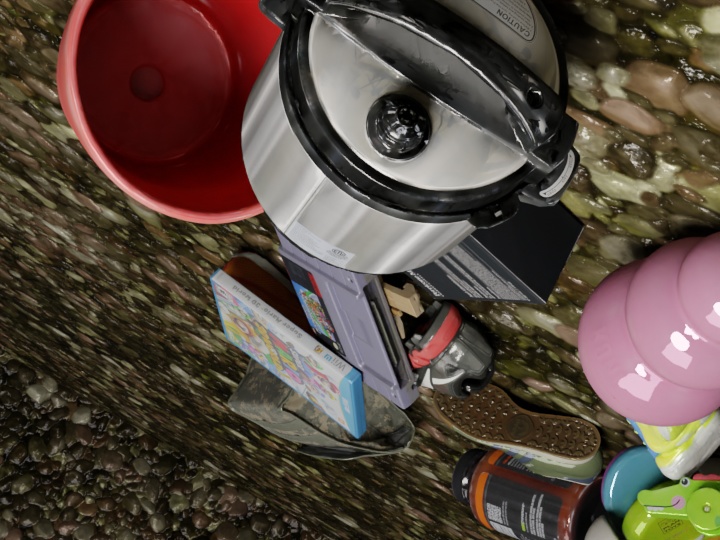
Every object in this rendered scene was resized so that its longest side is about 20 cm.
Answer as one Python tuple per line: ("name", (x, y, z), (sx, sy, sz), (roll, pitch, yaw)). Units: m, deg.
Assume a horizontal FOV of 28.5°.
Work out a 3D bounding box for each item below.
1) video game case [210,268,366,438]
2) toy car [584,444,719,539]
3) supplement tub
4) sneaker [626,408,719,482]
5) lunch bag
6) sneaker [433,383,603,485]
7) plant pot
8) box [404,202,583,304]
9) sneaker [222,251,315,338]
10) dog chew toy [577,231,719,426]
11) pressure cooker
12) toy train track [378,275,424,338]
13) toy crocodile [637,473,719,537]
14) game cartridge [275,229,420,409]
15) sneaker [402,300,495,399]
("video game case", (-0.077, 0.091, 1.530), (0.200, 0.018, 0.143), (35, 157, 21))
("toy car", (0.305, 0.246, 1.420), (0.200, 0.175, 0.150), (53, -171, -50))
("supplement tub", (0.203, 0.268, 1.678), (0.200, 0.107, 0.107), (14, 156, 45))
("sneaker", (0.263, 0.116, 1.259), (0.105, 0.076, 0.200), (42, 170, 30))
("lunch bag", (-0.045, 0.181, 1.834), (0.200, 0.118, 0.164), (33, 163, -26))
("sneaker", (0.176, 0.186, 1.558), (0.200, 0.067, 0.090), (17, 152, 30))
("plant pot", (-0.132, -0.139, 1.014), (0.200, 0.201, 0.177), (38, 170, -22))
("box", (0.051, -0.061, 1.085), (0.200, 0.079, 0.141), (40, 157, -28))
("sneaker", (-0.078, 0.058, 1.618), (0.200, 0.077, 0.073), (32, 161, -8))
("dog chew toy", (0.232, 0.034, 0.988), (0.124, 0.125, 0.200), (31, 155, -2))
("pressure cooker", (0.029, -0.098, 0.843), (0.175, 0.179, 0.200), (-8, 168, -17))
("toy train track", (0.000, 0.000, 1.398), (0.200, 0.033, 0.115), (23, 146, 49))
("toy crocodile", (0.346, 0.204, 1.250), (0.199, 0.062, 0.067), (-1, 164, 24))
("game cartridge", (-0.015, 0.041, 1.406), (0.129, 0.038, 0.200), (25, 148, 41))
("sneaker", (0.084, 0.095, 1.458), (0.098, 0.071, 0.200), (34, 161, -3))
